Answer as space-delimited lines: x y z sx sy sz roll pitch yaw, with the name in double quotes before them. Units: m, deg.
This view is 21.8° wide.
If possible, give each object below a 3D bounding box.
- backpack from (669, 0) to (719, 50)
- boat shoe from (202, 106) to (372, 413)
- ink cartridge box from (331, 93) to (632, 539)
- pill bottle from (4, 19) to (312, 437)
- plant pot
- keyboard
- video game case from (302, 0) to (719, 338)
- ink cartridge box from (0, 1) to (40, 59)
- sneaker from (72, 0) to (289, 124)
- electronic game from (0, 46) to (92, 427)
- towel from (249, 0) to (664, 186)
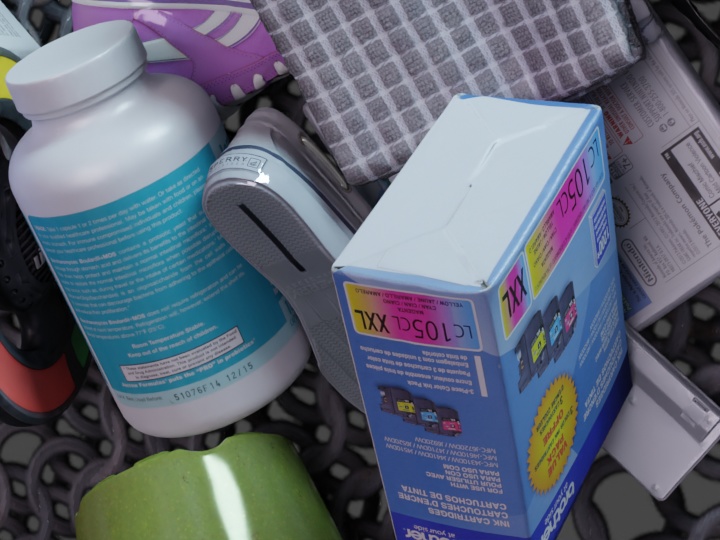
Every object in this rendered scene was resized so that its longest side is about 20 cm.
"backpack" 0.192 -0.171 0.839 0.127 0.167 0.200 -39 74 1
"boat shoe" 0.000 0.000 0.944 0.073 0.067 0.200 -10 131 33
"ink cartridge box" 0.064 0.040 0.851 0.076 0.137 0.200 11 133 25
"pill bottle" -0.108 -0.023 0.955 0.111 0.111 0.200 -11 116 24
"plant pot" -0.064 0.192 0.964 0.200 0.200 0.190 -28 69 23
"keyboard" 0.095 0.028 0.941 0.200 0.011 0.056 44 115 15
"video game case" 0.091 -0.055 0.952 0.182 0.022 0.200 -37 80 22
"ink cartridge box" -0.291 -0.143 1.018 0.084 0.200 0.145 -46 75 19
"sneaker" -0.062 -0.105 0.997 0.200 0.073 0.115 6 104 29
"electronic game" -0.182 -0.018 0.978 0.042 0.200 0.201 -8 90 13
"towel" 0.029 -0.150 0.873 0.165 0.086 0.200 -25 102 12
